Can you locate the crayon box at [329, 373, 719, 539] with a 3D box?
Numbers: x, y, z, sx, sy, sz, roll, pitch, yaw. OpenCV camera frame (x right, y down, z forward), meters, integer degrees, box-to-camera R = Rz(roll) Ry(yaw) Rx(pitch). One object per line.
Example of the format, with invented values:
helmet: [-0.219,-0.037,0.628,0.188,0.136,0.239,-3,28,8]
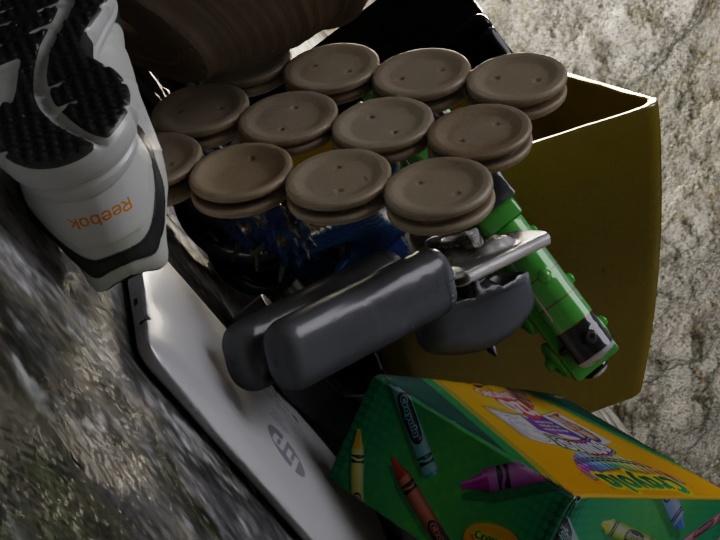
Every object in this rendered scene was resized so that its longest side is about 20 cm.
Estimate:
crayon box: [0.089,0.107,0.963,0.118,0.059,0.200,30,10,30]

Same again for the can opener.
can opener: [0.021,0.025,0.920,0.200,0.053,0.067,-26,107,-45]

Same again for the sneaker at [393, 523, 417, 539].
sneaker: [0.085,0.171,1.013,0.200,0.080,0.076,56,9,26]

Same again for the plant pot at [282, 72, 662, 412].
plant pot: [0.066,-0.001,1.179,0.200,0.199,0.178,-145,-140,-69]

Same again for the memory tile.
memory tile: [-0.012,-0.066,0.946,0.153,0.199,0.017,-55,144,-48]

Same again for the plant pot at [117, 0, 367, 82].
plant pot: [-0.095,-0.157,0.953,0.200,0.093,0.201,27,-15,8]

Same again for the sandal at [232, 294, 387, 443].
sandal: [-0.011,0.055,1.027,0.076,0.043,0.200,52,1,15]

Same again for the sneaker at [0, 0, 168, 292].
sneaker: [-0.123,-0.062,0.836,0.200,0.073,0.080,-109,178,-57]

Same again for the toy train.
toy train: [0.067,-0.026,1.025,0.200,0.042,0.056,52,-9,0]

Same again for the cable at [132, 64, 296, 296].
cable: [-0.101,-0.067,1.081,0.200,0.051,0.164,50,13,-50]

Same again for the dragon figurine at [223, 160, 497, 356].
dragon figurine: [0.000,0.000,1.006,0.059,0.099,0.200,42,-10,38]

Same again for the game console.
game console: [0.023,-0.091,1.359,0.176,0.200,0.116,54,7,-1]

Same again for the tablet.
tablet: [-0.041,0.075,0.897,0.200,0.014,0.130,51,8,-25]
